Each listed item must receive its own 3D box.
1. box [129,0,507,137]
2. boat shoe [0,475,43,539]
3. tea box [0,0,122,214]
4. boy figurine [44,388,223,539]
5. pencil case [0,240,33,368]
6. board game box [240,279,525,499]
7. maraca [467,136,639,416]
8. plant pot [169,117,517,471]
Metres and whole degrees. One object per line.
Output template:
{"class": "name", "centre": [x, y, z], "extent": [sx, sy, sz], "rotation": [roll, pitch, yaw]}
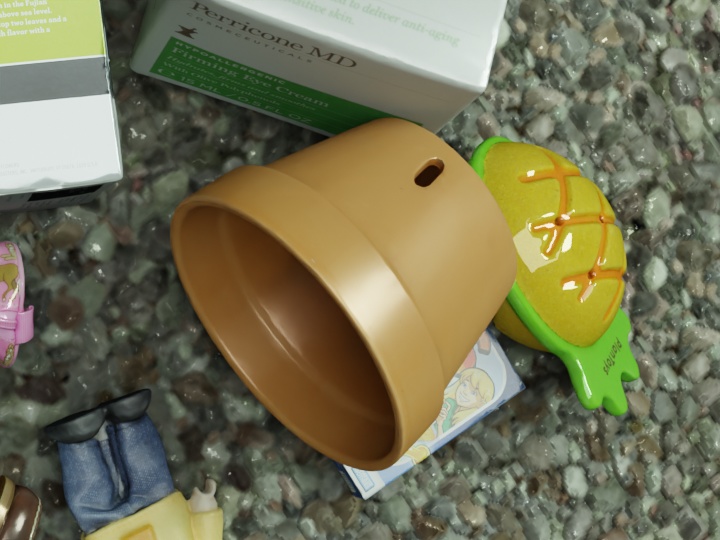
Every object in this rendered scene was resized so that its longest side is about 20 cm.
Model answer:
{"class": "box", "centre": [-0.014, -0.204, 1.251], "extent": [0.198, 0.171, 0.201], "rotation": [18, 72, -13]}
{"class": "boat shoe", "centre": [-0.241, 0.230, 1.258], "extent": [0.070, 0.070, 0.201], "rotation": [25, 90, -16]}
{"class": "tea box", "centre": [-0.225, -0.136, 1.200], "extent": [0.133, 0.200, 0.198], "rotation": [-6, 89, -13]}
{"class": "boy figurine", "centre": [-0.141, 0.182, 1.283], "extent": [0.124, 0.064, 0.201], "rotation": [-18, 91, -22]}
{"class": "pencil case", "centre": [-0.300, 0.013, 1.220], "extent": [0.199, 0.083, 0.087], "rotation": [5, 55, -26]}
{"class": "board game box", "centre": [0.001, 0.030, 1.335], "extent": [0.135, 0.034, 0.201], "rotation": [-34, 96, -12]}
{"class": "maraca", "centre": [0.127, 0.003, 1.327], "extent": [0.201, 0.107, 0.137], "rotation": [57, 34, -15]}
{"class": "plant pot", "centre": [0.000, 0.000, 1.228], "extent": [0.140, 0.200, 0.201], "rotation": [-40, 98, -25]}
